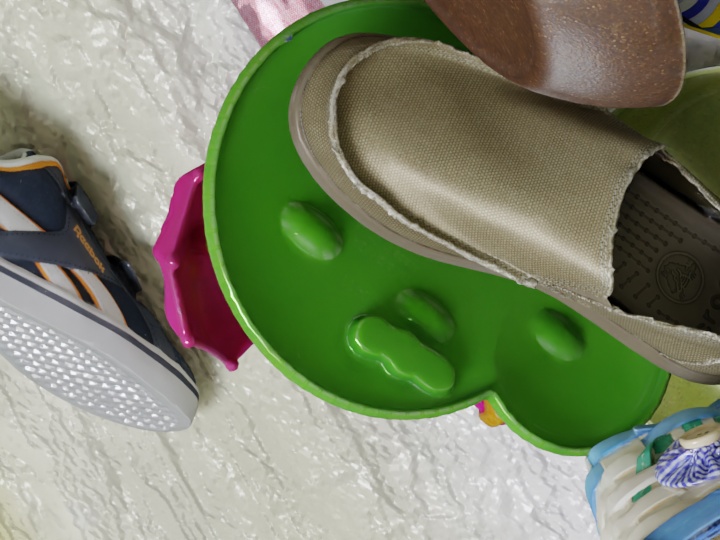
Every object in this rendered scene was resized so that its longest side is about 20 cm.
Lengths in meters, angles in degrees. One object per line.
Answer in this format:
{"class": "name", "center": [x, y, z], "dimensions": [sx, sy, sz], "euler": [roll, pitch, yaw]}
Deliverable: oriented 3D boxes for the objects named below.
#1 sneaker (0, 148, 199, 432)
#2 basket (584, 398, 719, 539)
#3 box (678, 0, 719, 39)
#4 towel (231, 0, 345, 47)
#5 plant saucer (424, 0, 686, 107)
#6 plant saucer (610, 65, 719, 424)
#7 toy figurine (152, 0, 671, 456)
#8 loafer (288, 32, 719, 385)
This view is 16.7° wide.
{"class": "sneaker", "center": [-0.141, -0.002, 1.090], "dimensions": [0.078, 0.080, 0.200], "euler": [-11, 141, 46]}
{"class": "basket", "center": [0.162, 0.120, 0.812], "dimensions": [0.200, 0.175, 0.140], "euler": [-120, 9, -53]}
{"class": "box", "center": [0.177, -0.098, 0.781], "dimensions": [0.199, 0.070, 0.065], "euler": [21, 130, 15]}
{"class": "towel", "center": [0.006, -0.150, 0.902], "dimensions": [0.199, 0.023, 0.144], "euler": [-27, 106, 44]}
{"class": "plant saucer", "center": [0.030, -0.128, 0.782], "dimensions": [0.201, 0.037, 0.200], "euler": [55, 172, 11]}
{"class": "plant saucer", "center": [0.169, 0.005, 0.905], "dimensions": [0.199, 0.031, 0.201], "euler": [19, 133, 22]}
{"class": "toy figurine", "center": [0.000, 0.000, 0.956], "dimensions": [0.199, 0.151, 0.184], "euler": [35, 162, -16]}
{"class": "loafer", "center": [0.071, -0.027, 0.846], "dimensions": [0.199, 0.076, 0.067], "euler": [25, 165, -12]}
